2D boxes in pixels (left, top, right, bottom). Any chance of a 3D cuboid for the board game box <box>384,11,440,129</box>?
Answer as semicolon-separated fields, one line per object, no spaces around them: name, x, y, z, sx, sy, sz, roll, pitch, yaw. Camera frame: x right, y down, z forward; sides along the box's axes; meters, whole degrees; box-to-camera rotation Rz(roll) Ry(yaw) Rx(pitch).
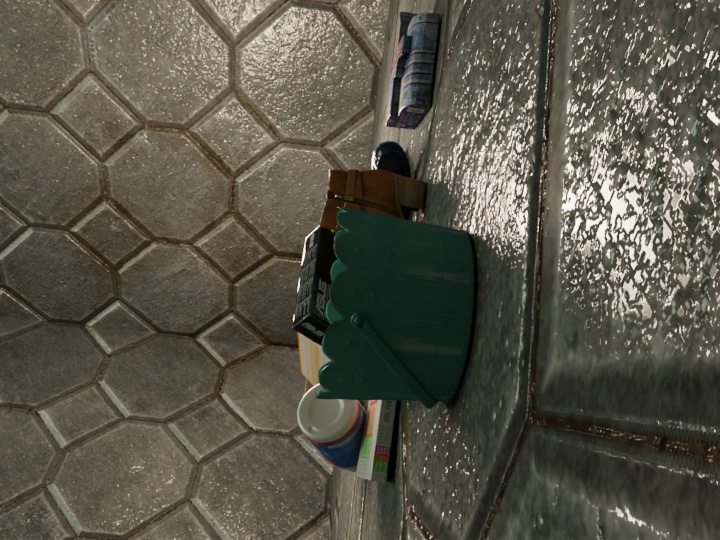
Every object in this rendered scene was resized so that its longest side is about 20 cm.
board game box;0.090;-0.366;1.138;0.200;0.061;0.202;-152;68;-87

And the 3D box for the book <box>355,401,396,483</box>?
book;0.037;0.242;1.076;0.134;0.048;0.201;110;170;-73

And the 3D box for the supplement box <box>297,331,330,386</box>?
supplement box;-0.058;0.193;1.369;0.200;0.073;0.127;34;131;55

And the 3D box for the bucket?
bucket;0.031;0.040;0.668;0.207;0.134;0.209;-173;90;-88

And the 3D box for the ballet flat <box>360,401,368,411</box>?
ballet flat;0.016;0.224;1.240;0.071;0.065;0.201;-91;8;-56

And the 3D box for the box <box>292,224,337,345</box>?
box;-0.008;0.052;0.992;0.047;0.193;0.201;-36;31;30

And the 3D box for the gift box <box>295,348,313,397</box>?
gift box;-0.066;0.258;1.583;0.185;0.198;0.188;148;130;-80

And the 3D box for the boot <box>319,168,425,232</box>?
boot;0.014;-0.058;0.997;0.077;0.154;0.202;166;111;-81

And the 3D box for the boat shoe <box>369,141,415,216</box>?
boat shoe;0.064;-0.138;1.174;0.201;0.084;0.069;75;-174;-47

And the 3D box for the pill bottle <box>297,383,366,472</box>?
pill bottle;-0.031;0.294;1.190;0.200;0.111;0.113;64;-156;-49
